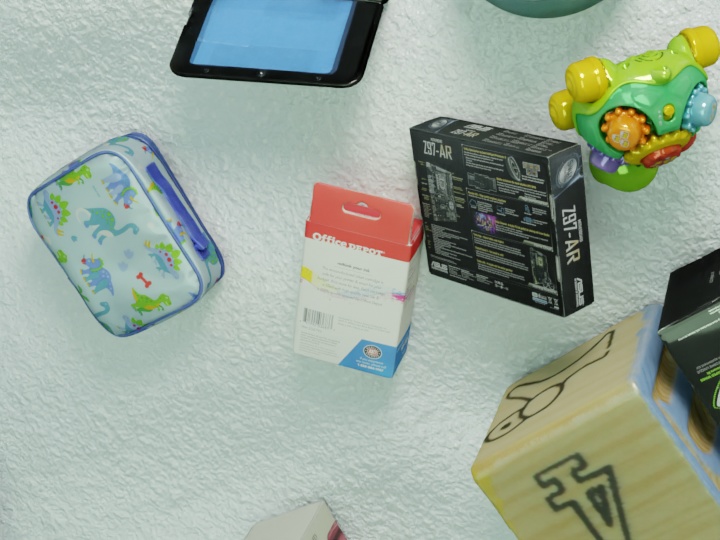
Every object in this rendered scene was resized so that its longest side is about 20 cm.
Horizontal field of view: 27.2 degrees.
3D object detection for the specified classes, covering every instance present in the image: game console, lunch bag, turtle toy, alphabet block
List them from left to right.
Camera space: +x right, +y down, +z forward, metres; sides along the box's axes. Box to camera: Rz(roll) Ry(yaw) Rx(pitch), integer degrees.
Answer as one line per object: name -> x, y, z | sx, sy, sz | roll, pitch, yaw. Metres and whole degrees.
lunch bag -> -0.250, -0.038, 1.617 | 0.160, 0.083, 0.201 | -27, 103, 28
game console -> -0.080, -0.281, 1.432 | 0.198, 0.116, 0.177 | 6, 115, 15
alphabet block -> 0.258, 0.186, 1.485 | 0.199, 0.195, 0.197 | -33, 98, 29
turtle toy -> 0.254, -0.138, 1.364 | 0.145, 0.200, 0.102 | -17, 78, -8

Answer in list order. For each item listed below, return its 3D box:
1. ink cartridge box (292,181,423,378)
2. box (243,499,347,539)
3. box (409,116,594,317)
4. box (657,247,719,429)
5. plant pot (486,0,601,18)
ink cartridge box -> 0.000, 0.000, 1.558 | 0.115, 0.067, 0.202 | 14, 117, 12
box -> -0.056, 0.391, 1.718 | 0.108, 0.128, 0.201 | -23, 105, 26
box -> 0.134, -0.056, 1.443 | 0.199, 0.043, 0.162 | 18, 124, 50
box -> 0.391, 0.083, 1.417 | 0.124, 0.149, 0.201 | -29, 101, 26
plant pot -> 0.159, -0.314, 1.327 | 0.199, 0.134, 0.202 | 7, 115, 16
